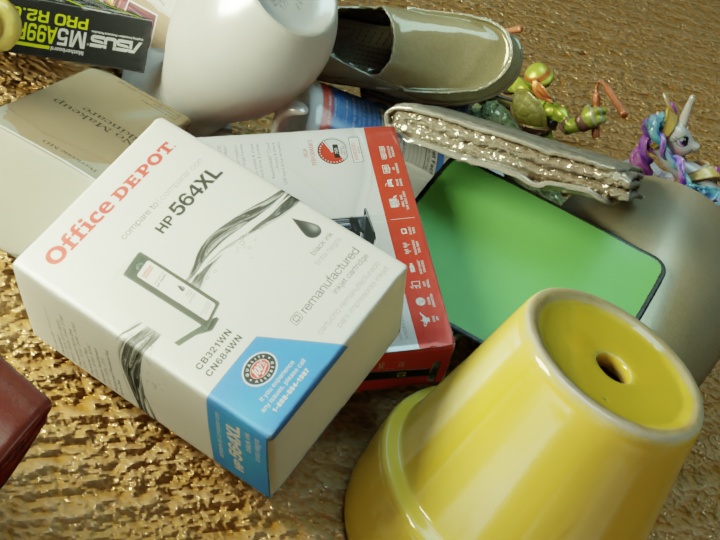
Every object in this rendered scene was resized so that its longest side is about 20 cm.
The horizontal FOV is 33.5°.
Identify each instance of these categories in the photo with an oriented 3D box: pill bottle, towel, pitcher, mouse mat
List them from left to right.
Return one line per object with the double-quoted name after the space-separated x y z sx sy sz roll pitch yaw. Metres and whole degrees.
-0.089 -0.151 0.949 0.172 0.199 0.121 54 49 -3 "pitcher"
0.023 -0.085 1.058 0.198 0.113 0.113 18 33 -22 "pill bottle"
0.119 -0.001 0.910 0.198 0.008 0.161 29 53 16 "mouse mat"
0.153 -0.099 1.163 0.149 0.036 0.200 55 5 -6 "towel"
0.127 -0.092 0.950 0.198 0.035 0.132 20 11 17 "towel"

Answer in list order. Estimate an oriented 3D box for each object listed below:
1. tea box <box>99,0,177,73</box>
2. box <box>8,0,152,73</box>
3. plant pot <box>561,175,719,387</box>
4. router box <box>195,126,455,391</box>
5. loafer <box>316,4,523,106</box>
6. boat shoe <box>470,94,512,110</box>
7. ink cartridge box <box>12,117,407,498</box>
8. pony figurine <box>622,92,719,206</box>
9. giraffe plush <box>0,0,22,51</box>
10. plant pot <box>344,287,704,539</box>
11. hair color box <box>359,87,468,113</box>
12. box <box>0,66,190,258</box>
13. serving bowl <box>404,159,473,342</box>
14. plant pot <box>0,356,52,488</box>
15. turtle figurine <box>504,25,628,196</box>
-0.178 -0.280 1.141 0.199 0.134 0.196 39 33 14 "tea box"
-0.282 -0.210 0.969 0.159 0.045 0.199 4 16 -38 "box"
0.215 0.055 0.983 0.186 0.188 0.201 32 44 2 "plant pot"
-0.042 -0.008 0.854 0.177 0.049 0.202 -5 56 -13 "router box"
0.038 -0.181 0.998 0.197 0.077 0.068 3 -2 4 "loafer"
0.115 -0.190 1.329 0.199 0.066 0.072 24 31 -11 "boat shoe"
-0.092 0.018 0.742 0.199 0.085 0.146 31 61 17 "ink cartridge box"
0.316 -0.064 1.235 0.200 0.192 0.167 45 32 -12 "pony figurine"
-0.317 -0.137 0.791 0.200 0.163 0.172 42 33 20 "giraffe plush"
0.115 0.124 0.766 0.199 0.190 0.202 22 32 -15 "plant pot"
0.055 -0.164 1.132 0.099 0.061 0.200 17 -5 3 "hair color box"
-0.202 -0.076 0.854 0.094 0.078 0.200 29 21 -2 "box"
0.000 0.000 0.936 0.197 0.066 0.202 7 53 -9 "serving bowl"
-0.262 0.065 0.543 0.194 0.201 0.201 37 31 -4 "plant pot"
0.190 -0.151 1.233 0.064 0.162 0.199 -36 50 -24 "turtle figurine"
